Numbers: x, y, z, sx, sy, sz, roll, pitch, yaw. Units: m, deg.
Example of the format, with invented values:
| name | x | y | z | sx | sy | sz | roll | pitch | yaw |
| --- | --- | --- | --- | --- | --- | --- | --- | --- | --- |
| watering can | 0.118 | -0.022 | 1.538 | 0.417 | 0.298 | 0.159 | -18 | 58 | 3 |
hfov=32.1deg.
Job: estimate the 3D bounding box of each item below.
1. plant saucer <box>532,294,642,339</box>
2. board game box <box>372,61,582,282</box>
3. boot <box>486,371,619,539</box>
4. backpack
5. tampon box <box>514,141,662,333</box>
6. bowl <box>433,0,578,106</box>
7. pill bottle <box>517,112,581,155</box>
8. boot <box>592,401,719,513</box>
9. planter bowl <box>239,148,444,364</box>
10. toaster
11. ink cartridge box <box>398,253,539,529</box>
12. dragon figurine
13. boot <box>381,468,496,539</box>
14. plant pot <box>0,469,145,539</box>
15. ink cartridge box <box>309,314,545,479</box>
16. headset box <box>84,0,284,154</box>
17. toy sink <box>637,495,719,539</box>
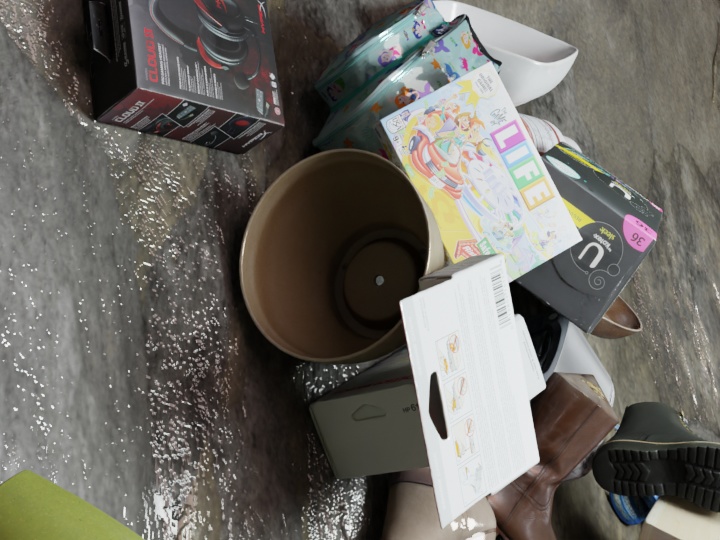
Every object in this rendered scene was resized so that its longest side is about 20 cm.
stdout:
| name | x | y | z | sx | sy | sz | roll | pitch | yaw |
| --- | --- | --- | --- | --- | --- | --- | --- | --- | --- |
| plant saucer | 0.248 | 0.022 | 1.505 | 0.199 | 0.035 | 0.201 | 32 | 16 | -10 |
| board game box | 0.117 | -0.087 | 1.247 | 0.133 | 0.034 | 0.202 | -29 | 91 | -14 |
| boot | 0.219 | 0.217 | 1.315 | 0.185 | 0.201 | 0.064 | 34 | 5 | -26 |
| backpack | 0.037 | -0.186 | 1.350 | 0.151 | 0.177 | 0.201 | 46 | 53 | -13 |
| tampon box | 0.235 | -0.043 | 1.378 | 0.149 | 0.127 | 0.200 | 35 | 17 | 6 |
| bowl | 0.149 | -0.260 | 1.521 | 0.198 | 0.076 | 0.199 | 26 | 23 | 16 |
| pill bottle | 0.181 | -0.135 | 1.520 | 0.198 | 0.112 | 0.114 | 6 | 65 | -45 |
| boot | 0.363 | 0.188 | 1.352 | 0.138 | 0.197 | 0.079 | -43 | 136 | -58 |
| planter bowl | 0.000 | 0.000 | 1.216 | 0.134 | 0.198 | 0.203 | 29 | 47 | -61 |
| toaster | 0.205 | 0.148 | 1.396 | 0.129 | 0.113 | 0.201 | 48 | 42 | -20 |
| ink cartridge box | 0.086 | 0.102 | 1.106 | 0.173 | 0.043 | 0.203 | -20 | 102 | -50 |
| dragon figurine | 0.341 | 0.268 | 1.515 | 0.201 | 0.058 | 0.100 | 53 | 41 | -13 |
| boot | 0.047 | 0.248 | 1.214 | 0.198 | 0.070 | 0.148 | 15 | 52 | -31 |
| plant pot | -0.207 | 0.248 | 0.883 | 0.200 | 0.187 | 0.187 | 47 | 41 | 4 |
| ink cartridge box | 0.068 | 0.124 | 1.236 | 0.199 | 0.143 | 0.086 | -24 | 96 | -49 |
| headset box | -0.178 | -0.209 | 1.210 | 0.198 | 0.075 | 0.151 | 10 | 63 | -43 |
| toy sink | 0.361 | 0.336 | 1.377 | 0.111 | 0.202 | 0.130 | 23 | 35 | 23 |
